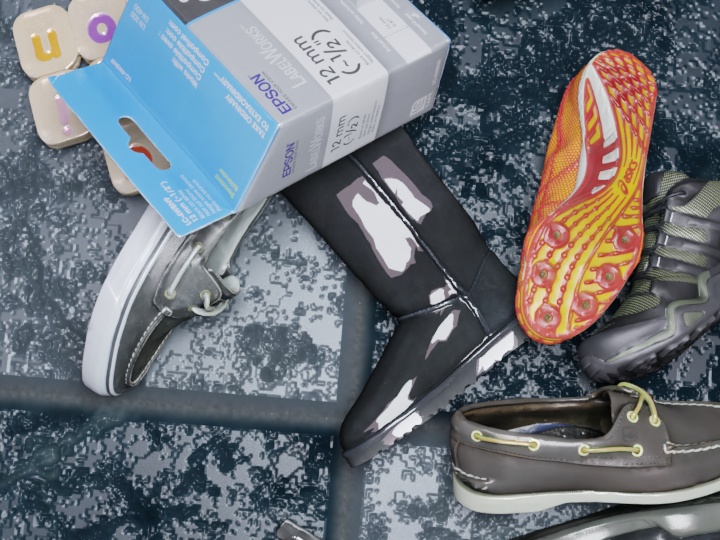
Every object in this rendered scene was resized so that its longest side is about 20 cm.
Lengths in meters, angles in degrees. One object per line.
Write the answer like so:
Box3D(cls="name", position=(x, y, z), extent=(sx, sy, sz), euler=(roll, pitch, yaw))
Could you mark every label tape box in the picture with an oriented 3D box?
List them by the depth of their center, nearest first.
Box3D(cls="label tape box", position=(-0.066, -0.125, 0.753), extent=(0.199, 0.066, 0.143), euler=(-29, 64, -31))

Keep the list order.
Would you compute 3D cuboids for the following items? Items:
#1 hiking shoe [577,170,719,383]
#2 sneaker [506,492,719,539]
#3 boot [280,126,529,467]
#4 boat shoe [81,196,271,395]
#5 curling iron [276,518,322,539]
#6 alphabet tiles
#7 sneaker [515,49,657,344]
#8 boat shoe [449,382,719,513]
Box3D(cls="hiking shoe", position=(0.204, -0.009, 0.816), extent=(0.199, 0.076, 0.101), euler=(-36, 76, -15))
Box3D(cls="sneaker", position=(0.166, 0.206, 0.778), extent=(0.197, 0.076, 0.116), euler=(-19, 84, 0))
Box3D(cls="boot", position=(0.001, -0.001, 0.806), extent=(0.164, 0.066, 0.201), euler=(-37, 87, -14))
Box3D(cls="boat shoe", position=(-0.108, -0.002, 0.786), extent=(0.070, 0.072, 0.202), euler=(29, 98, 7))
Box3D(cls="curling iron", position=(0.025, 0.227, 0.794), extent=(0.200, 0.026, 0.050), euler=(41, 80, 5))
Box3D(cls="alphabet tiles", position=(-0.131, -0.155, 0.848), extent=(0.198, 0.015, 0.198), euler=(-17, 75, -4))
Box3D(cls="sneaker", position=(0.145, -0.042, 0.805), extent=(0.072, 0.077, 0.202), euler=(22, 70, -4))
Box3D(cls="boat shoe", position=(0.155, 0.105, 0.784), extent=(0.198, 0.072, 0.061), euler=(-8, 114, -1))
